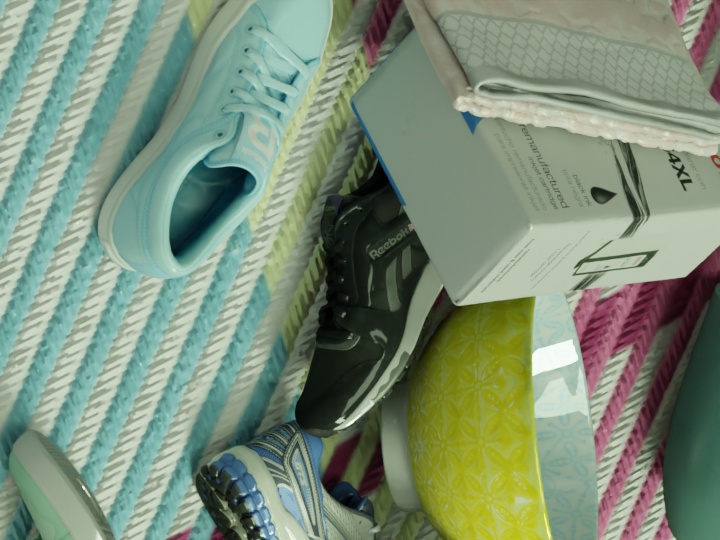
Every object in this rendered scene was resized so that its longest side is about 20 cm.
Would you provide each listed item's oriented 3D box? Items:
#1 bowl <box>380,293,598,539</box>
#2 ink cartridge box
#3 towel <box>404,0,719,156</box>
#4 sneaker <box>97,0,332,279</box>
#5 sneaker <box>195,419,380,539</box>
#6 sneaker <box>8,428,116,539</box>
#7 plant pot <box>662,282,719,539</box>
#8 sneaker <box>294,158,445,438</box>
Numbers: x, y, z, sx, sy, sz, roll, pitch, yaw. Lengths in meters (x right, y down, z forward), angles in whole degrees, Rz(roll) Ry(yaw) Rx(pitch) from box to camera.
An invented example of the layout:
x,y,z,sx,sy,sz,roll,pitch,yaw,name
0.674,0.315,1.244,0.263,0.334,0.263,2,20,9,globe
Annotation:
x,y,z,sx,sy,sz,roll,pitch,yaw,name
0.073,0.102,1.529,0.108,0.200,0.200,-6,115,14,bowl
0.115,-0.068,1.469,0.200,0.146,0.084,-7,151,-42,ink cartridge box
0.107,-0.156,1.453,0.200,0.191,0.032,7,137,-35,towel
-0.064,-0.077,1.413,0.074,0.082,0.200,33,86,-36,sneaker
-0.018,0.176,1.528,0.085,0.077,0.200,-38,122,-23,sneaker
-0.184,0.196,1.427,0.118,0.074,0.201,-23,104,-3,sneaker
0.290,0.124,1.644,0.200,0.201,0.161,12,108,-35,plant pot
0.000,0.000,1.494,0.088,0.076,0.200,36,74,-21,sneaker
